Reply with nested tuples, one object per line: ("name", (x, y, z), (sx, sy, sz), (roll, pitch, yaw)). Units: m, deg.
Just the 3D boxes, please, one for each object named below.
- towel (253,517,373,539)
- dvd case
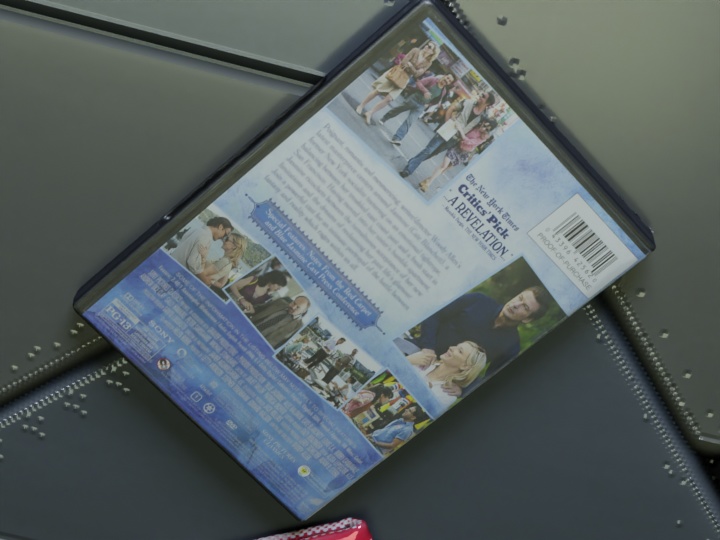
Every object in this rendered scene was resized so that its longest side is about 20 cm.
("towel", (-0.039, 0.215, 0.857), (0.144, 0.022, 0.200), (-14, 114, 6))
("dvd case", (0.000, 0.000, 0.759), (0.200, 0.018, 0.143), (-39, 108, 18))
